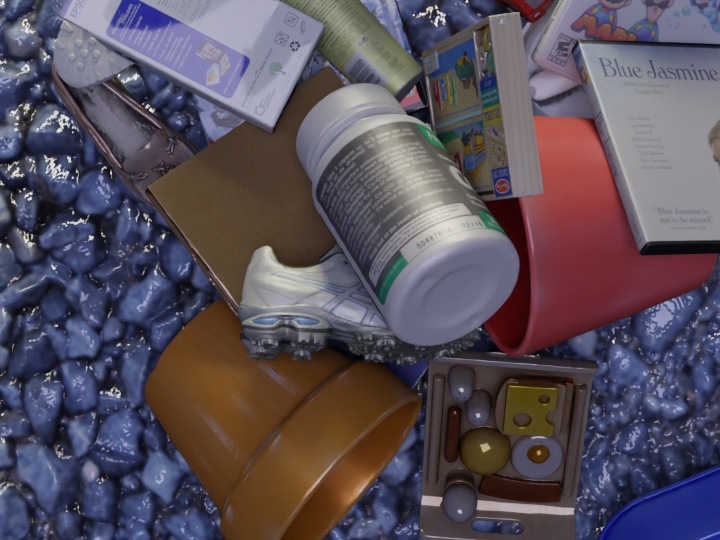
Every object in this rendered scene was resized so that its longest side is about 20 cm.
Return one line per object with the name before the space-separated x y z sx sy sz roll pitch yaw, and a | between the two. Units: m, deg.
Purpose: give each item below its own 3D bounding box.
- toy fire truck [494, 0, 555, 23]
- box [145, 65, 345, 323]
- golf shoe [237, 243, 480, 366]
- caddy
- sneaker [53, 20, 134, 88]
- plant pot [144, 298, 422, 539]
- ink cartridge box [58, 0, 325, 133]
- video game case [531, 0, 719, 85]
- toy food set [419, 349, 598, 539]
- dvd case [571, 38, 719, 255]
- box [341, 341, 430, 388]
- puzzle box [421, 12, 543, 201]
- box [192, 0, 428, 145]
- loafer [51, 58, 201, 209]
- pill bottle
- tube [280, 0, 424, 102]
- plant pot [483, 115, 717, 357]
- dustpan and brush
toy fire truck | 0.071 -0.290 1.229 0.199 0.141 0.049 36 95 17
box | -0.054 -0.057 1.225 0.199 0.021 0.164 -36 86 -21
golf shoe | 0.001 0.023 1.170 0.198 0.078 0.098 5 69 -16
caddy | 0.303 0.251 1.277 0.198 0.105 0.142 -22 114 3
sneaker | -0.186 -0.234 1.265 0.076 0.080 0.200 42 85 -1
plant pot | -0.079 0.125 1.250 0.183 0.200 0.201 41 94 15
ink cartridge box | -0.138 -0.203 1.208 0.199 0.039 0.100 28 86 -3
video game case | 0.269 -0.221 1.234 0.199 0.024 0.183 20 110 -21
toy food set | 0.125 0.156 1.266 0.142 0.061 0.201 4 123 3
dvd case | 0.259 -0.102 1.170 0.141 0.018 0.201 -2 59 -19
box | 0.000 0.000 1.286 0.200 0.032 0.122 38 105 9
puzzle box | 0.092 -0.119 1.144 0.025 0.200 0.134 -9 92 -12
box | -0.053 -0.179 1.296 0.198 0.040 0.138 -17 91 3
loafer | -0.202 -0.115 1.294 0.072 0.063 0.200 -45 91 3
pill bottle | 0.030 -0.049 1.139 0.113 0.113 0.201 -35 54 4
tube | -0.030 -0.223 1.252 0.200 0.052 0.058 45 64 4
plant pot | 0.190 -0.040 1.224 0.176 0.200 0.202 -9 93 -12
dustpan and brush | 0.158 -0.160 1.278 0.199 0.057 0.141 -26 92 4
